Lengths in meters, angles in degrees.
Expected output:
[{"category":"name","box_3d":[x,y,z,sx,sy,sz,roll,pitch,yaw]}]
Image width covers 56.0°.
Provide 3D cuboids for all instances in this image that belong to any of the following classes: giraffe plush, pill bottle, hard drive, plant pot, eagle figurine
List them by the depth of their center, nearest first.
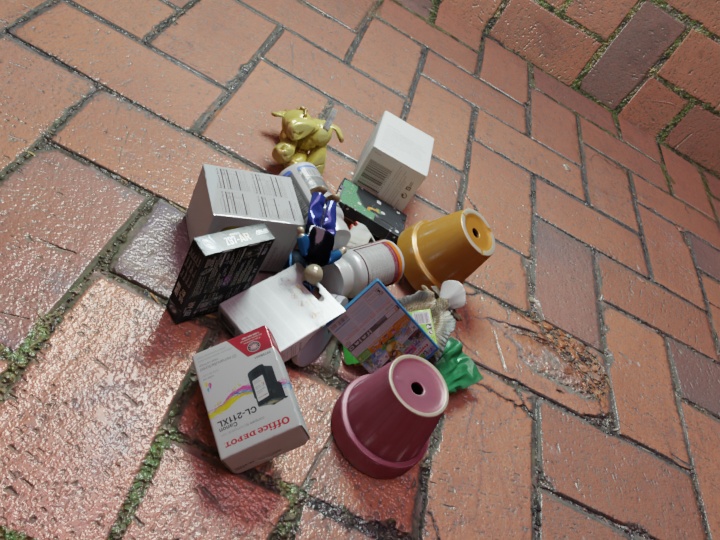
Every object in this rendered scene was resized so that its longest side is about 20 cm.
[{"category":"plant pot","box_3d":[0.068,0.261,1.275,0.198,0.180,0.202,19,43,-19]},{"category":"eagle figurine","box_3d":[0.146,0.118,1.507,0.199,0.151,0.153,-29,110,-41]},{"category":"pill bottle","box_3d":[-0.107,-0.135,1.526,0.113,0.114,0.201,-8,57,-40]},{"category":"pill bottle","box_3d":[0.000,0.000,1.540,0.199,0.110,0.110,-17,62,-44]},{"category":"plant pot","box_3d":[0.220,-0.054,1.651,0.199,0.183,0.202,26,48,-33]},{"category":"hard drive","box_3d":[0.024,-0.150,1.744,0.199,0.038,0.140,31,30,-10]},{"category":"giraffe plush","box_3d":[-0.159,-0.358,1.758,0.172,0.201,0.162,40,0,-45]}]

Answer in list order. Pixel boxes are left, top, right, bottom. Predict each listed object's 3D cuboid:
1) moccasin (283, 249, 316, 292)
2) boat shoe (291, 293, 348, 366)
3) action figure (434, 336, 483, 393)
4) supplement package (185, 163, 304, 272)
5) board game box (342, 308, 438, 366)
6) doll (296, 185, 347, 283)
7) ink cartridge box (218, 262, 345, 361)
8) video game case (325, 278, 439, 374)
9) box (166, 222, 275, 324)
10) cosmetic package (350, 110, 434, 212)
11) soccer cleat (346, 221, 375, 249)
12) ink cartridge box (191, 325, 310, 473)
[{"category":"moccasin","box_3d":[-0.127,0.024,1.448,0.067,0.081,0.202,14,45,-16]},{"category":"boat shoe","box_3d":[-0.097,0.119,1.397,0.065,0.074,0.200,16,39,22]},{"category":"action figure","box_3d":[0.171,0.239,1.470,0.199,0.055,0.118,-29,72,-40]},{"category":"supplement package","box_3d":[-0.248,-0.107,1.434,0.198,0.152,0.152,5,47,-30]},{"category":"board game box","box_3d":[0.059,0.143,1.432,0.197,0.030,0.097,-7,66,-6]},{"category":"doll","box_3d":[-0.080,-0.067,1.395,0.136,0.048,0.202,29,58,-38]},{"category":"ink cartridge box","box_3d":[-0.155,0.088,1.339,0.199,0.057,0.162,-27,59,-35]},{"category":"video game case","box_3d":[0.046,0.135,1.380,0.200,0.143,0.018,48,5,-15]},{"category":"box","box_3d":[-0.265,0.006,1.276,0.159,0.201,0.044,-18,62,-43]},{"category":"cosmetic package","box_3d":[0.085,-0.290,1.843,0.164,0.165,0.201,27,41,-9]},{"category":"soccer cleat","box_3d":[-0.025,-0.055,1.612,0.078,0.069,0.200,43,37,4]},{"category":"ink cartridge box","box_3d":[-0.188,0.219,1.162,0.144,0.083,0.201,-22,59,-6]}]
